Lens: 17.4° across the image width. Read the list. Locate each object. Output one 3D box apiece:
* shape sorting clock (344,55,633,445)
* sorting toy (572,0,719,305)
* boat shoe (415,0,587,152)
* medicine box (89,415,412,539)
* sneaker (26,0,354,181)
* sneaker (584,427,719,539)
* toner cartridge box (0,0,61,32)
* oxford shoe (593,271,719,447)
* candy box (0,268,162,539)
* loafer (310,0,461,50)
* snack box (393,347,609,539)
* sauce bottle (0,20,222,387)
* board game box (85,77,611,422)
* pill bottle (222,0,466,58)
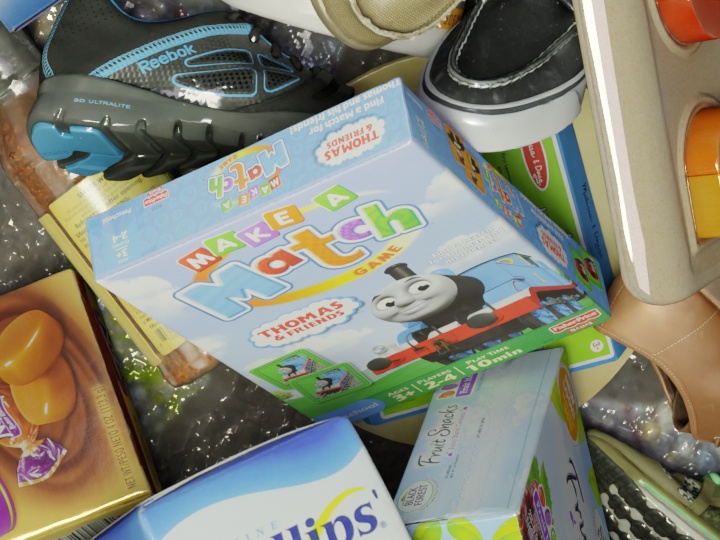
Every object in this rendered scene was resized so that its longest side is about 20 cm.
[{"bbox_3d":[0.048,-0.009,1.126,0.200,0.039,0.200,0,109,0],"label":"shape sorting clock"},{"bbox_3d":[0.167,-0.097,1.060,0.036,0.200,0.185,-3,103,37],"label":"sorting toy"},{"bbox_3d":[0.086,-0.123,1.037,0.072,0.200,0.068,22,132,26],"label":"boat shoe"},{"bbox_3d":[-0.032,0.185,1.001,0.103,0.182,0.200,-24,83,-24],"label":"medicine box"},{"bbox_3d":[-0.045,-0.078,1.051,0.200,0.073,0.082,11,67,-11],"label":"sneaker"},{"bbox_3d":[0.193,0.127,1.159,0.200,0.077,0.089,34,61,-4],"label":"sneaker"},{"bbox_3d":[-0.086,-0.173,1.000,0.043,0.200,0.095,53,52,-11],"label":"toner cartridge box"},{"bbox_3d":[0.190,0.062,1.129,0.200,0.071,0.071,39,91,-16],"label":"oxford shoe"},{"bbox_3d":[-0.203,0.092,1.093,0.200,0.056,0.117,-22,72,0],"label":"candy box"},{"bbox_3d":[0.052,-0.176,0.973,0.076,0.067,0.200,36,88,-26],"label":"loafer"},{"bbox_3d":[0.075,0.161,1.074,0.068,0.169,0.200,-8,110,15],"label":"snack box"},{"bbox_3d":[-0.122,-0.040,1.093,0.066,0.066,0.200,-36,97,2],"label":"sauce bottle"},{"bbox_3d":[0.000,0.000,1.015,0.151,0.200,0.037,-23,58,21],"label":"board game box"},{"bbox_3d":[0.011,-0.204,1.051,0.116,0.116,0.200,15,98,-7],"label":"pill bottle"}]
